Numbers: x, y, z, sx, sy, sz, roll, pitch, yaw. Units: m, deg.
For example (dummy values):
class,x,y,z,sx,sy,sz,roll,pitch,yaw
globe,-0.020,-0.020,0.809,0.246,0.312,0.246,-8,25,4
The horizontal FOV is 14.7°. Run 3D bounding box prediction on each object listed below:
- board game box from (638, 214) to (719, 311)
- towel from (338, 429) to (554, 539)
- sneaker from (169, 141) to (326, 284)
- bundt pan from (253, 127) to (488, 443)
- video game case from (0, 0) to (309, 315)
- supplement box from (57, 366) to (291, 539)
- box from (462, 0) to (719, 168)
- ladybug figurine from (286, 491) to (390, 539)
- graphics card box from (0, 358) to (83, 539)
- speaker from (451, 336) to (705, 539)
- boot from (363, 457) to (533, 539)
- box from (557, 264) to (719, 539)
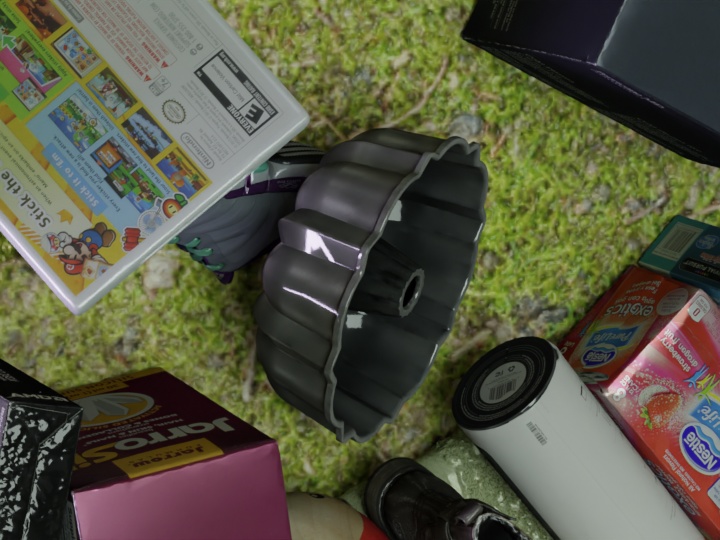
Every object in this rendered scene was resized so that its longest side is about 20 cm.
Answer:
class,x,y,z,sx,sy,sz,roll,pitch,yaw
board game box,0.294,0.055,1.860,0.047,0.151,0.200,-49,115,-8
towel,0.076,0.204,1.854,0.148,0.036,0.200,-28,110,-18
sneaker,-0.106,-0.030,1.708,0.200,0.074,0.088,-2,106,-25
bundt pan,0.000,0.000,1.715,0.202,0.076,0.202,-52,155,-36
video game case,-0.162,-0.105,1.643,0.182,0.023,0.200,-40,84,-12
supplement box,-0.138,0.138,1.653,0.131,0.200,0.103,-13,106,-23
box,0.201,-0.142,1.762,0.200,0.182,0.104,26,89,-27
ladybug figurine,-0.006,0.218,1.776,0.072,0.136,0.200,-46,115,-39
graphics card box,-0.227,0.113,1.607,0.051,0.200,0.126,8,96,-29
speaker,0.145,0.136,1.815,0.081,0.081,0.200,-46,121,-10
boot,0.091,0.200,1.742,0.069,0.174,0.200,-49,116,-10
box,0.227,0.103,1.869,0.100,0.095,0.200,-46,114,-10
